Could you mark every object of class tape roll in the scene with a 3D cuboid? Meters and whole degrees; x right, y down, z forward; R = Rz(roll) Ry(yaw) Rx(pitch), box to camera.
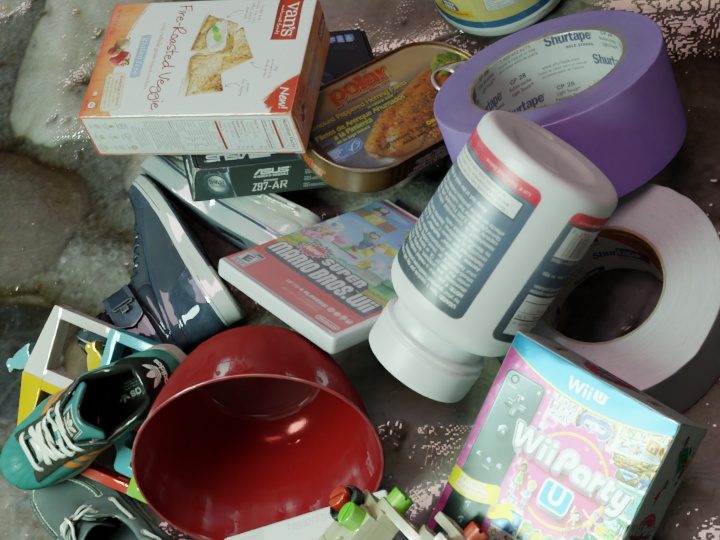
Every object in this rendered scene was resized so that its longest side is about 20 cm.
[{"bbox_3d":[0.166,-0.132,1.208,0.198,0.086,0.201,-18,29,10],"label":"tape roll"},{"bbox_3d":[0.199,0.027,1.158,0.198,0.066,0.202,-11,58,18],"label":"tape roll"}]

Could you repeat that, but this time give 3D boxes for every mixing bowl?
[{"bbox_3d":[-0.080,0.118,1.161,0.198,0.201,0.109,-18,39,13],"label":"mixing bowl"}]

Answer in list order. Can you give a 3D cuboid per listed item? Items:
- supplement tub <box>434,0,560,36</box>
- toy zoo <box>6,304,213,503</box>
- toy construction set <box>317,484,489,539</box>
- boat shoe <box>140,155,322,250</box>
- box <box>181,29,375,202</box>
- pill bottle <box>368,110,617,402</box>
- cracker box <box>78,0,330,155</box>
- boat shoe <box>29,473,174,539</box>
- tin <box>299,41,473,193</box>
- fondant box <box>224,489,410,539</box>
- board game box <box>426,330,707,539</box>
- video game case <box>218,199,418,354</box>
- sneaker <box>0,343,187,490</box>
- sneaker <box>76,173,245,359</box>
[{"bbox_3d":[0.108,-0.329,1.329,0.143,0.200,0.146,-11,56,17],"label":"supplement tub"},{"bbox_3d":[-0.225,0.114,1.263,0.198,0.020,0.133,19,96,20],"label":"toy zoo"},{"bbox_3d":[-0.002,0.229,1.029,0.199,0.093,0.131,-37,24,-5],"label":"toy construction set"},{"bbox_3d":[-0.115,-0.078,1.355,0.201,0.075,0.086,30,75,31],"label":"boat shoe"},{"bbox_3d":[-0.073,-0.147,1.344,0.197,0.044,0.162,-7,53,-14],"label":"box"},{"bbox_3d":[0.092,-0.006,1.089,0.120,0.119,0.201,49,116,37],"label":"pill bottle"},{"bbox_3d":[-0.135,-0.172,1.275,0.197,0.058,0.135,1,56,14],"label":"cracker box"},{"bbox_3d":[-0.219,0.219,1.228,0.199,0.062,0.073,28,76,35],"label":"boat shoe"},{"bbox_3d":[0.031,-0.140,1.302,0.199,0.042,0.112,-29,65,-27],"label":"tin"},{"bbox_3d":[-0.021,0.286,1.103,0.143,0.058,0.202,-19,56,12],"label":"fondant box"},{"bbox_3d":[0.140,0.167,1.055,0.147,0.064,0.202,29,98,33],"label":"board game box"},{"bbox_3d":[0.000,0.000,1.217,0.199,0.018,0.142,-21,41,-41],"label":"video game case"},{"bbox_3d":[-0.236,0.124,1.211,0.199,0.080,0.072,-34,82,17],"label":"sneaker"},{"bbox_3d":[-0.210,0.010,1.343,0.146,0.077,0.203,-36,51,1],"label":"sneaker"}]
